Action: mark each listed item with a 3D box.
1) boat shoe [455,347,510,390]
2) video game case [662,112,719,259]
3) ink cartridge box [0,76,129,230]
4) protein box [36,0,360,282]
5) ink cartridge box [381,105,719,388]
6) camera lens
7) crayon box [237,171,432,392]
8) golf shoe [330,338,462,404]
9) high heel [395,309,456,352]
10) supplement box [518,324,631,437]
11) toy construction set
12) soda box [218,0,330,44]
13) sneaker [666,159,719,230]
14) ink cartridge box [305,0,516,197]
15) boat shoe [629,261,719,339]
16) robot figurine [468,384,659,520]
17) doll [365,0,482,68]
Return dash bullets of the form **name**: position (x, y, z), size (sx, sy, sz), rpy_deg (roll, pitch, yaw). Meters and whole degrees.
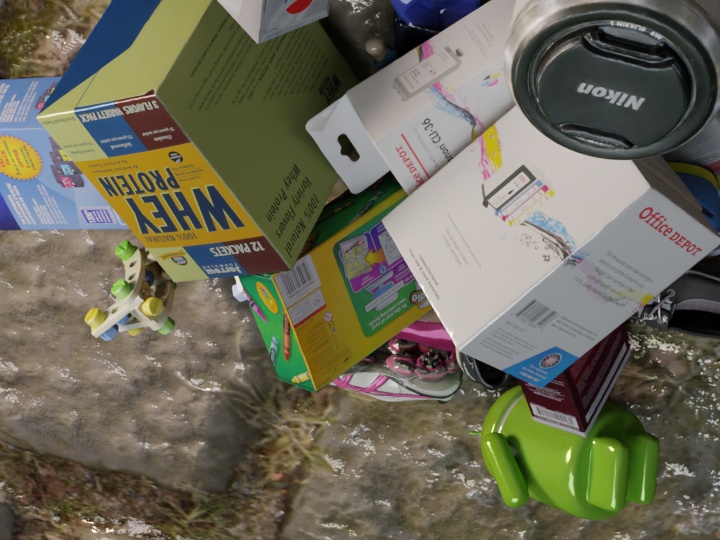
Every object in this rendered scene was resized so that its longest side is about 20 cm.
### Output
- **boat shoe**: position (0.120, 0.019, 1.578), size (0.074, 0.066, 0.199), rpy_deg (2, 113, -9)
- **video game case**: position (0.251, -0.070, 1.522), size (0.200, 0.023, 0.182), rpy_deg (-20, 127, 33)
- **ink cartridge box**: position (-0.292, -0.108, 1.614), size (0.200, 0.076, 0.136), rpy_deg (1, 136, 19)
- **protein box**: position (-0.122, -0.132, 1.426), size (0.135, 0.199, 0.200), rpy_deg (-6, 135, 37)
- **ink cartridge box**: position (0.155, -0.033, 1.388), size (0.200, 0.145, 0.147), rpy_deg (-40, 146, 16)
- **camera lens**: position (0.195, -0.193, 1.268), size (0.160, 0.200, 0.160), rpy_deg (9, 138, 8)
- **crayon box**: position (0.000, 0.000, 1.490), size (0.058, 0.200, 0.119), rpy_deg (17, 134, 50)
- **golf shoe**: position (0.003, 0.100, 1.749), size (0.200, 0.073, 0.092), rpy_deg (8, 140, 8)
- **high heel**: position (0.032, 0.059, 1.700), size (0.200, 0.067, 0.096), rpy_deg (-12, 122, 11)
- **supplement box**: position (0.187, 0.053, 1.585), size (0.061, 0.109, 0.200), rpy_deg (17, 150, 29)
- **toy construction set**: position (-0.162, 0.000, 1.646), size (0.200, 0.131, 0.092), rpy_deg (-9, 133, 26)
- **soda box**: position (-0.104, -0.263, 1.303), size (0.200, 0.068, 0.063), rpy_deg (48, 149, 27)
- **sneaker**: position (0.208, -0.051, 1.482), size (0.200, 0.078, 0.066), rpy_deg (2, 138, 17)
- **ink cartridge box**: position (0.069, -0.123, 1.403), size (0.200, 0.068, 0.116), rpy_deg (-32, 141, 5)
- **boat shoe**: position (0.301, 0.026, 1.537), size (0.200, 0.057, 0.067), rpy_deg (5, 118, -20)
- **robot figurine**: position (0.202, 0.177, 1.708), size (0.200, 0.175, 0.116), rpy_deg (16, 109, 49)
- **doll**: position (0.070, -0.205, 1.408), size (0.136, 0.048, 0.200), rpy_deg (-10, 138, -3)
